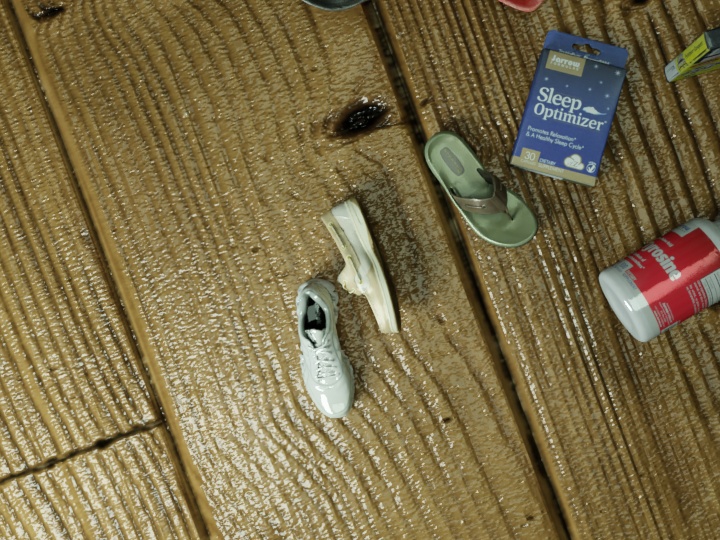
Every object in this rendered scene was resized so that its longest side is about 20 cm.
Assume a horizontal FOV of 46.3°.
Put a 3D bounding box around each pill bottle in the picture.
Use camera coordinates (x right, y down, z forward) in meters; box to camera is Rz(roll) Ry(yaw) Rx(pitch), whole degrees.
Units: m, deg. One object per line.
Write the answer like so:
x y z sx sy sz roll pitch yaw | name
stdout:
0.433 0.001 1.127 0.200 0.112 0.112 -31 89 4 | pill bottle

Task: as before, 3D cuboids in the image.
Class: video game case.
0.512 -0.298 1.078 0.200 0.181 0.026 -15 88 4 | video game case

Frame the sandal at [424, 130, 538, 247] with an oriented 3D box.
0.162 -0.109 1.171 0.080 0.057 0.201 -44 88 4 | sandal

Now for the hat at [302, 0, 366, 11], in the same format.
-0.038 -0.445 1.168 0.200 0.081 0.201 0 84 1 | hat

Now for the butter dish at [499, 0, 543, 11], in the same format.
0.198 -0.481 1.114 0.200 0.148 0.200 30 94 3 | butter dish

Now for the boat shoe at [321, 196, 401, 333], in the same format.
0.000 0.000 1.183 0.069 0.074 0.200 -21 81 7 | boat shoe

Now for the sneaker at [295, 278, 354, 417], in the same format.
-0.055 0.113 1.183 0.075 0.081 0.200 -12 92 3 | sneaker

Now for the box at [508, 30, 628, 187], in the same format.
0.292 -0.228 1.172 0.121 0.032 0.200 15 92 4 | box
